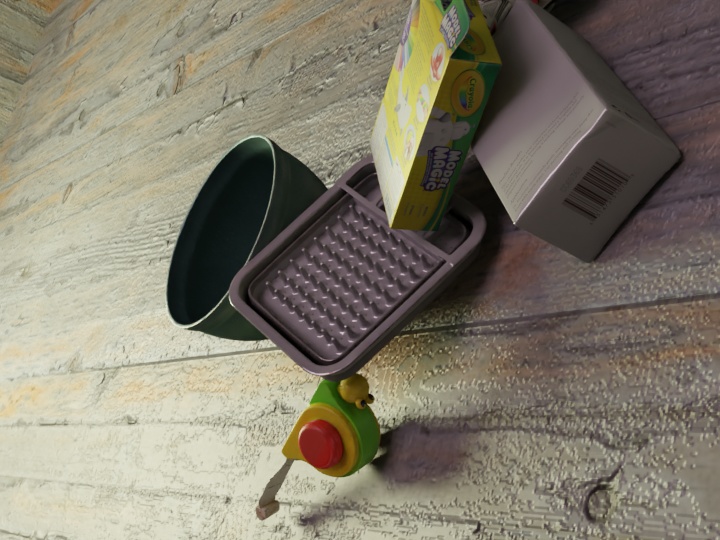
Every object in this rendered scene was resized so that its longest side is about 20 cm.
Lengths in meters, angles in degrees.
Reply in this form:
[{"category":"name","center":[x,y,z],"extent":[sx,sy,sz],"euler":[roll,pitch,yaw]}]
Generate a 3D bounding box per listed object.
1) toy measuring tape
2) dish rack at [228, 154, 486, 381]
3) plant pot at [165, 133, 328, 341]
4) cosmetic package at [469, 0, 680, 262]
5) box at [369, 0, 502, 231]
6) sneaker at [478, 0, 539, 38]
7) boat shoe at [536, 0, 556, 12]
[{"category":"toy measuring tape","center":[-0.032,0.167,1.060],"extent":[0.074,0.073,0.201],"euler":[-102,32,-48]},{"category":"dish rack","center":[0.000,0.000,1.052],"extent":[0.200,0.044,0.171],"euler":[-42,47,-12]},{"category":"plant pot","center":[-0.085,-0.014,1.204],"extent":[0.200,0.134,0.201],"euler":[-40,36,38]},{"category":"cosmetic package","center":[0.148,-0.113,0.945],"extent":[0.113,0.081,0.201],"euler":[-52,30,24]},{"category":"box","center":[0.059,-0.143,0.982],"extent":[0.201,0.048,0.118],"euler":[107,159,-44]},{"category":"sneaker","center":[0.074,-0.195,1.086],"extent":[0.082,0.078,0.200],"euler":[-41,-3,-30]},{"category":"boat shoe","center":[0.136,-0.250,1.087],"extent":[0.060,0.074,0.200],"euler":[-38,0,-28]}]
